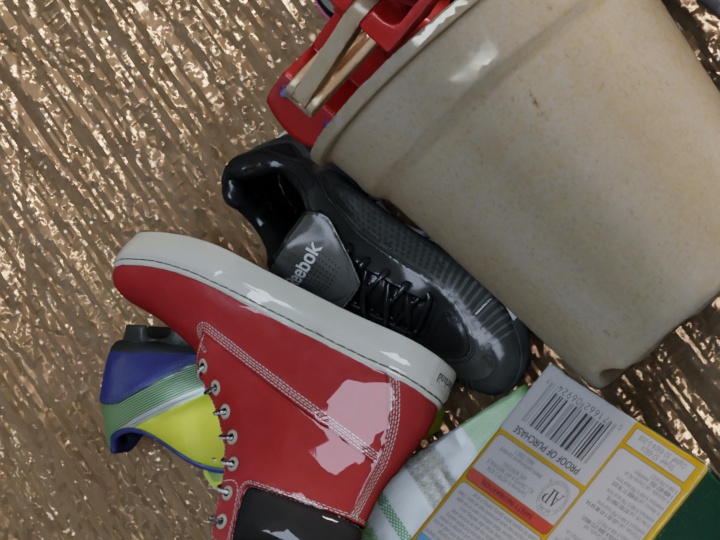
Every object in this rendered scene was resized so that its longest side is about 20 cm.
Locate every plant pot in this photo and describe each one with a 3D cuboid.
[{"bbox_3d":[0.108,-0.050,1.358,0.200,0.200,0.184,-40,85,14],"label":"plant pot"}]

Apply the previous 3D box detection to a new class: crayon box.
[{"bbox_3d":[0.077,0.156,1.323,0.200,0.052,0.126,-50,40,-5],"label":"crayon box"}]

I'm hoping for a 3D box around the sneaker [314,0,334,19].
[{"bbox_3d":[0.056,-0.185,1.428,0.199,0.087,0.074,-21,80,19],"label":"sneaker"}]

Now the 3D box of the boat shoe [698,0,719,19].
[{"bbox_3d":[0.212,-0.125,1.378,0.200,0.072,0.065,47,118,11],"label":"boat shoe"}]

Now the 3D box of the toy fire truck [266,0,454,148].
[{"bbox_3d":[0.002,-0.117,1.363,0.049,0.141,0.200,41,133,2],"label":"toy fire truck"}]

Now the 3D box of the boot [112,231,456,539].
[{"bbox_3d":[-0.068,0.072,1.393,0.200,0.072,0.145,25,80,28],"label":"boot"}]

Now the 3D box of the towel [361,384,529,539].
[{"bbox_3d":[0.040,0.171,1.397,0.200,0.031,0.149,-32,85,-3],"label":"towel"}]

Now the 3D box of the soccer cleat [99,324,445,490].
[{"bbox_3d":[-0.047,0.078,1.465,0.200,0.065,0.084,7,90,25],"label":"soccer cleat"}]

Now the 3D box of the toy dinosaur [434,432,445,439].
[{"bbox_3d":[0.046,0.159,1.426,0.101,0.058,0.201,16,92,20],"label":"toy dinosaur"}]

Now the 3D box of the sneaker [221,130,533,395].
[{"bbox_3d":[0.000,0.000,1.425,0.200,0.090,0.067,44,124,24],"label":"sneaker"}]
